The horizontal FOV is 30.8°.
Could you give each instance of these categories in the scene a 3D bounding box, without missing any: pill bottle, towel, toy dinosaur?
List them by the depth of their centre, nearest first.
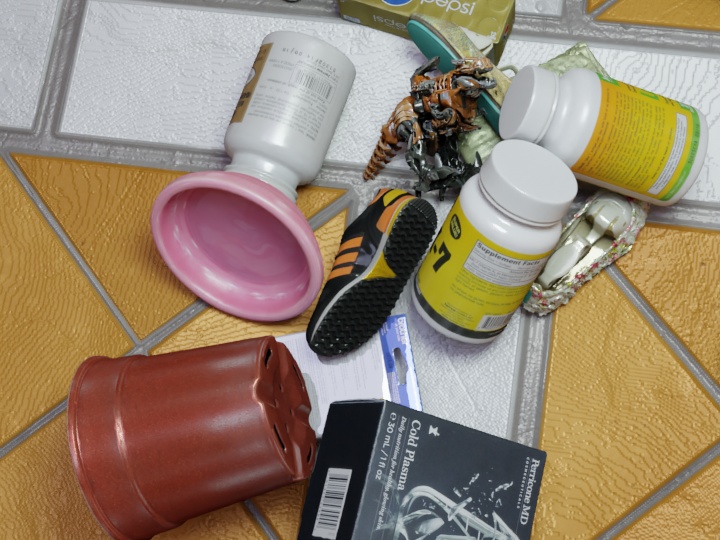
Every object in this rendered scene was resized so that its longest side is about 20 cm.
[{"bbox_3d":[0.138,-0.029,1.351,0.114,0.200,0.114,16,39,-13],"label":"pill bottle"},{"bbox_3d":[0.252,-0.147,1.372,0.199,0.111,0.111,16,75,-16],"label":"pill bottle"},{"bbox_3d":[0.080,-0.152,1.432,0.102,0.200,0.136,-17,76,-28],"label":"toy dinosaur"},{"bbox_3d":[-0.089,-0.156,1.464,0.114,0.114,0.200,18,77,10],"label":"pill bottle"},{"bbox_3d":[0.204,-0.158,1.475,0.200,0.036,0.149,-27,74,-2],"label":"towel"}]

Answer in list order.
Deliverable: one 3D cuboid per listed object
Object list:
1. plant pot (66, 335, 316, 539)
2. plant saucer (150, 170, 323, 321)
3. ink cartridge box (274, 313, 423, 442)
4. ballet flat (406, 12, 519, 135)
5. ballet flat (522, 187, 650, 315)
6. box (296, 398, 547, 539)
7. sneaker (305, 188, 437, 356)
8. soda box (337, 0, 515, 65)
[{"bbox_3d":[-0.160,0.159,1.321,0.195,0.201,0.201,-16,73,14],"label":"plant pot"},{"bbox_3d":[-0.127,-0.033,1.406,0.200,0.201,0.051,19,48,11],"label":"plant saucer"},{"bbox_3d":[-0.037,0.123,1.420,0.199,0.042,0.120,-12,74,6],"label":"ink cartridge box"},{"bbox_3d":[0.135,-0.220,1.447,0.071,0.071,0.200,-40,79,-6],"label":"ballet flat"},{"bbox_3d":[0.249,-0.031,1.421,0.076,0.064,0.200,40,81,13],"label":"ballet flat"},{"bbox_3d":[0.055,0.249,1.291,0.196,0.124,0.201,20,75,-26],"label":"box"},{"bbox_3d":[0.000,0.000,1.411,0.200,0.070,0.090,-55,36,-1],"label":"sneaker"},{"bbox_3d":[0.077,-0.306,1.514,0.199,0.064,0.068,19,77,10],"label":"soda box"}]
